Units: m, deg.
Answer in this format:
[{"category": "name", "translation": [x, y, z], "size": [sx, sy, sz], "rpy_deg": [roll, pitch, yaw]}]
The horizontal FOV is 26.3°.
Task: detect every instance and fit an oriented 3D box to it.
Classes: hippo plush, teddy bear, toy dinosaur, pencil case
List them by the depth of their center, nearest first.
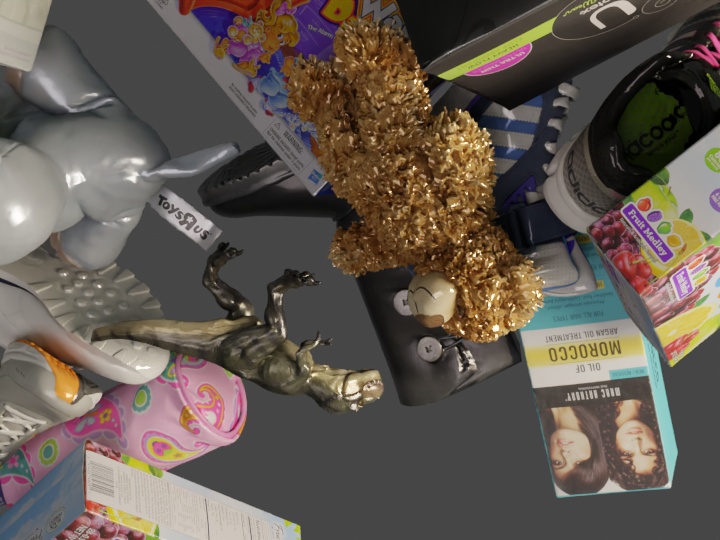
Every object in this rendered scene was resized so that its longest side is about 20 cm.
[{"category": "teddy bear", "translation": [0.024, -0.045, 0.868], "size": [0.144, 0.067, 0.202], "rpy_deg": [-8, 106, 39]}, {"category": "hippo plush", "translation": [-0.214, -0.045, 1.000], "size": [0.199, 0.160, 0.160], "rpy_deg": [36, 132, 20]}, {"category": "toy dinosaur", "translation": [-0.075, 0.034, 1.015], "size": [0.198, 0.047, 0.089], "rpy_deg": [16, 102, 0]}, {"category": "pencil case", "translation": [-0.178, 0.122, 1.128], "size": [0.199, 0.088, 0.088], "rpy_deg": [-28, 103, 26]}]

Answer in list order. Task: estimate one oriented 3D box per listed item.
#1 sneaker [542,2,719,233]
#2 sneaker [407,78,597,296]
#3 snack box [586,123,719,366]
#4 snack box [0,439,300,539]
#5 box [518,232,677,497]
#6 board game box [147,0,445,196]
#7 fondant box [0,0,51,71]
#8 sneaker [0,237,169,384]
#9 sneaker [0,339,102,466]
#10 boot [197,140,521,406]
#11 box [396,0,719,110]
[{"category": "sneaker", "translation": [0.192, -0.100, 0.875], "size": [0.200, 0.087, 0.074], "rpy_deg": [-41, 91, -15]}, {"category": "sneaker", "translation": [0.110, -0.059, 0.937], "size": [0.200, 0.081, 0.147], "rpy_deg": [-45, 83, 5]}, {"category": "snack box", "translation": [0.208, -0.024, 0.868], "size": [0.142, 0.200, 0.053], "rpy_deg": [-40, 70, 4]}, {"category": "snack box", "translation": [-0.166, 0.221, 1.122], "size": [0.199, 0.068, 0.168], "rpy_deg": [26, 126, -34]}, {"category": "box", "translation": [0.151, 0.048, 1.017], "size": [0.081, 0.049, 0.202], "rpy_deg": [-8, 109, 20]}, {"category": "board game box", "translation": [-0.040, -0.166, 0.948], "size": [0.134, 0.045, 0.200], "rpy_deg": [-44, 79, 20]}, {"category": "fondant box", "translation": [-0.235, -0.235, 0.918], "size": [0.058, 0.144, 0.202], "rpy_deg": [18, 93, 32]}, {"category": "sneaker", "translation": [-0.216, 0.033, 1.099], "size": [0.199, 0.076, 0.081], "rpy_deg": [30, 127, 24]}, {"category": "sneaker", "translation": [-0.253, 0.109, 1.096], "size": [0.075, 0.093, 0.199], "rpy_deg": [37, 154, -23]}, {"category": "boot", "translation": [0.001, 0.000, 1.039], "size": [0.164, 0.066, 0.201], "rpy_deg": [-19, 110, 24]}, {"category": "box", "translation": [0.086, -0.215, 0.840], "size": [0.148, 0.124, 0.202], "rpy_deg": [-25, 75, 24]}]
